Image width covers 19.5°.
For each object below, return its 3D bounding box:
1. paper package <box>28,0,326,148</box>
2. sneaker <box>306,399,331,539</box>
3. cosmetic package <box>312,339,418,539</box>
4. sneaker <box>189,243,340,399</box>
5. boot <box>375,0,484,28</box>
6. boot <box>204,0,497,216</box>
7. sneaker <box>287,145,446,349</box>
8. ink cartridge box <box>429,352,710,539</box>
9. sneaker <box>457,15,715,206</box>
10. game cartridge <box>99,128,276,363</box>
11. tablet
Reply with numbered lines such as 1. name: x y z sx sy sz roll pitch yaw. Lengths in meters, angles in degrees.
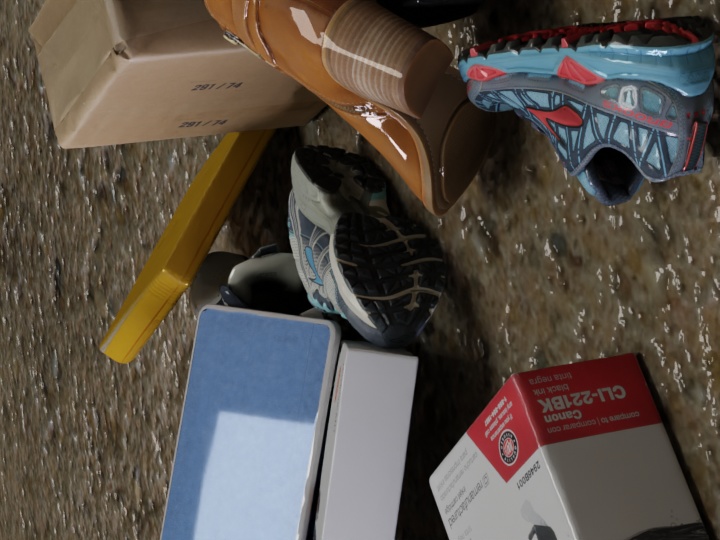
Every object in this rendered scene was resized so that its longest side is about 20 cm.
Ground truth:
1. paper package: -0.106 -0.165 1.426 0.191 0.199 0.104 -36 65 63
2. sneaker: -0.052 0.182 1.451 0.078 0.066 0.201 28 97 28
3. cosmetic package: -0.002 0.149 1.361 0.151 0.051 0.201 177 101 -86
4. sneaker: -0.071 0.014 1.520 0.199 0.079 0.130 -126 20 -45
5. boot: 0.032 -0.231 1.205 0.211 0.079 0.159 164 97 -79
6. boot: -0.009 -0.113 1.236 0.155 0.077 0.200 28 174 25
7. sneaker: 0.000 0.000 1.397 0.200 0.077 0.087 -114 32 -53
8. ink cartridge box: 0.126 0.170 1.158 0.201 0.083 0.144 70 153 24
9. sneaker: 0.114 -0.081 1.110 0.200 0.079 0.096 -171 72 -65
10. game cartridge: -0.128 -0.031 1.605 0.177 0.032 0.200 -63 10 -26
11. tablet: -0.078 0.127 1.426 0.130 0.014 0.201 7 85 39
